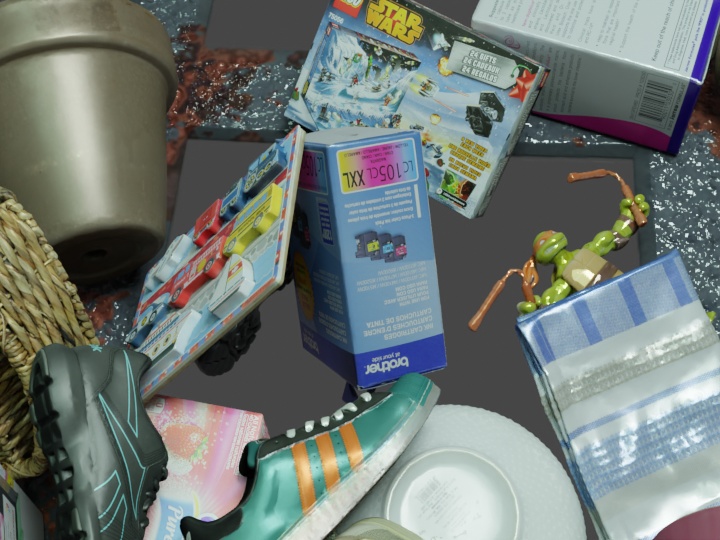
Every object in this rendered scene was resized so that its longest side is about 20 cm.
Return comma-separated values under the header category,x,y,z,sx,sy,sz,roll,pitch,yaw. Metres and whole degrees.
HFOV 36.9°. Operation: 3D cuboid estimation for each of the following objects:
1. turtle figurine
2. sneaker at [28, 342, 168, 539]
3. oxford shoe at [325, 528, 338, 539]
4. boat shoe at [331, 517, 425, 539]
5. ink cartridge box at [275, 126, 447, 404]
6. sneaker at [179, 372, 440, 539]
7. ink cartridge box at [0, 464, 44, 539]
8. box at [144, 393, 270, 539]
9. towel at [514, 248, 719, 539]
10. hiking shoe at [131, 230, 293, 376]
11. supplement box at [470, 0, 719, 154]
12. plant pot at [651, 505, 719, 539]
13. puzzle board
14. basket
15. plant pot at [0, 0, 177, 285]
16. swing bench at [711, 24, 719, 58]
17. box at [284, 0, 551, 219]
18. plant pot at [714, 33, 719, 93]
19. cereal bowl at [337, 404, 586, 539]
category,x,y,z,sx,sy,sz,roll,pitch,yaw
turtle figurine,0.185,0.024,0.850,0.161,0.065,0.200,41,61,13
sneaker,-0.154,0.141,0.678,0.078,0.075,0.204,-3,75,-34
oxford shoe,-0.050,0.243,0.724,0.074,0.058,0.204,1,77,-5
boat shoe,0.064,0.214,0.658,0.198,0.065,0.073,23,96,21
ink cartridge box,0.000,0.000,0.796,0.075,0.136,0.204,-12,102,-18
sneaker,-0.031,0.125,0.702,0.080,0.072,0.200,44,65,9
ink cartridge box,-0.306,0.178,0.714,0.142,0.201,0.085,-10,57,-3
box,-0.128,0.201,0.747,0.093,0.103,0.203,9,61,8
towel,0.211,0.102,0.788,0.145,0.024,0.203,-21,83,-6
hiking shoe,-0.102,-0.020,0.881,0.100,0.076,0.201,28,67,13
supplement box,0.201,-0.195,0.947,0.197,0.102,0.105,17,63,12
plant pot,0.248,0.253,0.661,0.196,0.202,0.181,3,46,4
puzzle board,-0.111,0.003,0.756,0.017,0.199,0.152,32,38,-25
basket,-0.275,0.056,0.741,0.141,0.202,0.149,19,46,42
plant pot,-0.227,-0.091,0.859,0.197,0.201,0.177,-16,72,-6
swing bench,0.250,-0.318,0.955,0.196,0.201,0.131,18,63,12
box,0.045,-0.152,0.923,0.198,0.040,0.139,31,108,18
plant pot,0.395,-0.173,0.893,0.173,0.201,0.201,25,64,35
cereal bowl,0.063,0.184,0.758,0.196,0.084,0.203,-1,62,3
